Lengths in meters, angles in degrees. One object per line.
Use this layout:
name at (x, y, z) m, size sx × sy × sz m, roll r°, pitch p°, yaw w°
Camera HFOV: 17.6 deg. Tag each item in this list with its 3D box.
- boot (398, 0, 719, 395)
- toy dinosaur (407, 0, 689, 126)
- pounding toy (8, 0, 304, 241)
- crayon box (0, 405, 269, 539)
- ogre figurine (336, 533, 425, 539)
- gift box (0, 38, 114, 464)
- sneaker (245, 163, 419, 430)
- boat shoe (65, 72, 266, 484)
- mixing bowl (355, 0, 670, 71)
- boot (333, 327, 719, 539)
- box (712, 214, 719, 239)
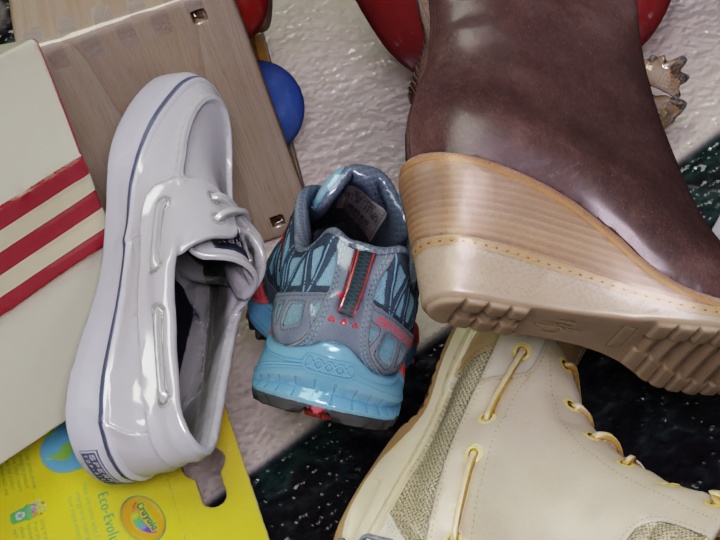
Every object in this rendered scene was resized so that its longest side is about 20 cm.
boot at (0.112, -0.044, 0.928) m, size 0.200 × 0.072 × 0.167 m, roll 13°, pitch 64°, yaw -19°
toy dinosaur at (0.076, -0.068, 1.045) m, size 0.135 × 0.200 × 0.086 m, roll 13°, pitch 84°, yaw 58°
pounding toy at (-0.090, -0.141, 1.149) m, size 0.142 × 0.184 × 0.200 m, roll -17°, pitch 44°, yaw 2°
crayon box at (-0.138, 0.128, 1.003) m, size 0.200 × 0.051 × 0.127 m, roll -21°, pitch 44°, yaw 0°
ogre figurine at (-0.051, 0.190, 0.884) m, size 0.120 × 0.098 × 0.201 m, roll 12°, pitch 88°, yaw 20°
gift box at (-0.217, 0.005, 0.992) m, size 0.200 × 0.185 × 0.187 m, roll -12°, pitch 17°, yaw 45°
sneaker at (0.000, 0.000, 1.005) m, size 0.079 × 0.096 × 0.200 m, roll 14°, pitch 13°, yaw -7°
boat shoe at (-0.072, -0.001, 1.006) m, size 0.065 × 0.074 × 0.200 m, roll -10°, pitch 59°, yaw 28°
mixing bowl at (0.075, -0.148, 1.122) m, size 0.200 × 0.200 × 0.109 m, roll -6°, pitch 85°, yaw 14°
boot at (0.098, 0.076, 0.954) m, size 0.155 × 0.073 × 0.200 m, roll 16°, pitch 56°, yaw 32°
box at (0.234, -0.057, 1.007) m, size 0.144 × 0.036 × 0.200 m, roll -9°, pitch 44°, yaw 54°
